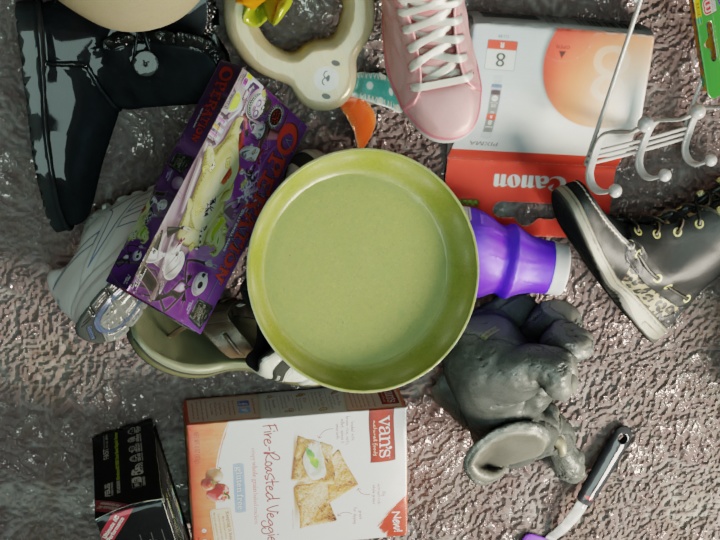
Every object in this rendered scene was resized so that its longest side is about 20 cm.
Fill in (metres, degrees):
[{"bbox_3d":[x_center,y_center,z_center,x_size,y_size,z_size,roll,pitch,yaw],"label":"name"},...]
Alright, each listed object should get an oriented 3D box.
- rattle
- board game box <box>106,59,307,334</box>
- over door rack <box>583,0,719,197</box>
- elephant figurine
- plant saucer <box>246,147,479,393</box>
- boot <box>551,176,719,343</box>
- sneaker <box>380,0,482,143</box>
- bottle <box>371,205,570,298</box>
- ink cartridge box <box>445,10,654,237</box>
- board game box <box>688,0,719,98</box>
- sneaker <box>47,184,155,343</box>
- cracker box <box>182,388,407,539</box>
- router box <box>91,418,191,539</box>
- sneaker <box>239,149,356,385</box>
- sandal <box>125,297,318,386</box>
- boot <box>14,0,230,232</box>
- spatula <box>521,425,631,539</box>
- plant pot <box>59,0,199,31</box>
[{"bbox_3d":[-0.023,-0.177,1.338,0.130,0.143,0.200,-31,108,-17],"label":"rattle"},{"bbox_3d":[-0.122,-0.057,1.353,0.200,0.032,0.120,-64,153,-6],"label":"board game box"},{"bbox_3d":[0.262,-0.166,1.377,0.148,0.067,0.201,-17,121,-40],"label":"over door rack"},{"bbox_3d":[0.132,0.128,1.494,0.155,0.142,0.200,19,127,14],"label":"elephant figurine"},{"bbox_3d":[0.000,0.000,1.368,0.199,0.031,0.201,0,91,-17],"label":"plant saucer"},{"bbox_3d":[0.267,-0.043,1.461,0.154,0.074,0.204,-37,129,4],"label":"boot"},{"bbox_3d":[0.052,-0.199,1.328,0.075,0.105,0.201,-11,96,1],"label":"sneaker"},{"bbox_3d":[0.082,-0.016,1.445,0.199,0.065,0.084,8,127,-8],"label":"bottle"},{"bbox_3d":[0.157,-0.118,1.435,0.162,0.050,0.201,2,108,-10],"label":"ink cartridge box"},{"bbox_3d":[0.334,-0.222,1.379,0.200,0.030,0.096,-33,119,-37],"label":"board game box"},{"bbox_3d":[-0.187,-0.036,1.394,0.200,0.087,0.075,-47,146,-10],"label":"sneaker"},{"bbox_3d":[-0.058,0.180,1.512,0.199,0.058,0.134,-5,112,-8],"label":"cracker box"},{"bbox_3d":[-0.182,0.255,1.471,0.062,0.150,0.201,-15,112,-3],"label":"router box"},{"bbox_3d":[-0.057,-0.004,1.395,0.087,0.076,0.201,2,85,-31],"label":"sneaker"},{"bbox_3d":[-0.105,0.051,1.439,0.200,0.080,0.057,7,138,-21],"label":"sandal"},{"bbox_3d":[-0.186,-0.134,1.356,0.168,0.076,0.201,-5,106,-3],"label":"boot"},{"bbox_3d":[0.205,0.233,1.596,0.056,0.021,0.200,27,104,-17],"label":"spatula"},{"bbox_3d":[-0.176,-0.263,1.263,0.200,0.201,0.135,-10,138,-5],"label":"plant pot"}]
